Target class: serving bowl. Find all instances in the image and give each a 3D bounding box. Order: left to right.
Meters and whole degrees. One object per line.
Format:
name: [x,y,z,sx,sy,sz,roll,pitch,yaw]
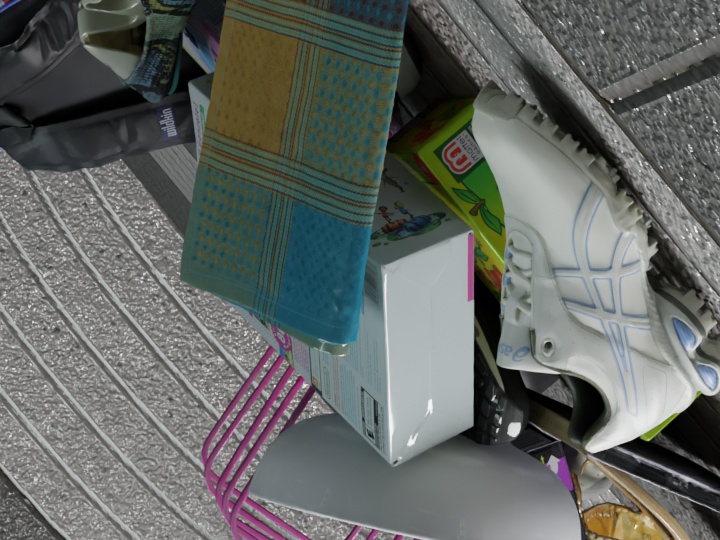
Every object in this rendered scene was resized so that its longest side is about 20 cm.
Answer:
serving bowl: [0.037,0.121,1.488,0.199,0.066,0.200,12,176,1]

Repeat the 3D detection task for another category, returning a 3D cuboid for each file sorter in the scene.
file sorter: [-0.020,0.134,1.684,0.139,0.126,0.200,34,-179,-12]

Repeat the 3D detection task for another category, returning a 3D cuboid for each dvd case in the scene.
dvd case: [0.157,0.105,1.464,0.148,0.016,0.200,24,-179,-19]

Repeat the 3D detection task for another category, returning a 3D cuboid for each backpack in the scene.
backpack: [-0.196,-0.169,1.772,0.200,0.190,0.154,55,-173,-39]

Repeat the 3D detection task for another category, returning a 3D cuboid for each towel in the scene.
towel: [-0.034,-0.071,1.331,0.022,0.202,0.146,-1,-162,-40]

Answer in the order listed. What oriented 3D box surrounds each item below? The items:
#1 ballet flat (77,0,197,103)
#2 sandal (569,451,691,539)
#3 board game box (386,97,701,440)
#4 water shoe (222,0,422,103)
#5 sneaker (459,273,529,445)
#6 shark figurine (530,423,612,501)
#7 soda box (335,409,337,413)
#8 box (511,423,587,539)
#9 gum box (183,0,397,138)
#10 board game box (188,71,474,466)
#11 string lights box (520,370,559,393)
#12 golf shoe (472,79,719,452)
ballet flat: [-0.130,-0.154,1.463,0.074,0.074,0.200,48,155,10]
sandal: [0.176,0.180,1.611,0.211,0.070,0.078,40,179,-24]
board game box: [0.098,-0.003,1.385,0.200,0.048,0.102,51,173,-10]
water shoe: [-0.050,-0.149,1.404,0.200,0.079,0.072,45,172,37]
sneaker: [0.071,0.018,1.478,0.200,0.087,0.076,-119,30,-44]
shark figurine: [0.128,0.119,1.732,0.214,0.089,0.129,20,123,52]
soda box: [0.000,0.000,1.592,0.201,0.068,0.064,-107,14,-47]
box: [0.119,0.195,1.634,0.143,0.036,0.201,-155,48,-76]
gum box: [-0.068,-0.149,1.563,0.200,0.066,0.114,48,171,20]
board game box: [-0.017,-0.010,1.418,0.200,0.064,0.148,43,147,39]
string lights box: [0.050,0.039,1.679,0.059,0.103,0.200,54,172,-28]
golf shoe: [0.098,0.005,1.229,0.200,0.097,0.078,54,174,-22]
